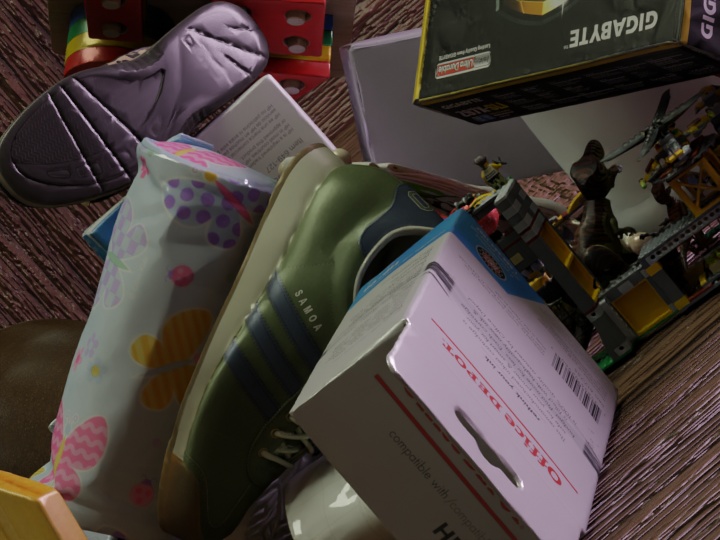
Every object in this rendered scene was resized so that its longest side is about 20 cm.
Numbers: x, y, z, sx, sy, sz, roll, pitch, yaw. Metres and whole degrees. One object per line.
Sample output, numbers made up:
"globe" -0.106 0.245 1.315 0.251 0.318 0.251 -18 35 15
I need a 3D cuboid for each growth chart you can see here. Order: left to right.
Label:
"growth chart" 0.055 -0.038 1.381 0.145 0.200 0.018 157 128 -82

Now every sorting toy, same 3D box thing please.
"sorting toy" -0.103 -0.161 1.564 0.199 0.200 0.070 99 175 -67

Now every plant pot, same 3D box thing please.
"plant pot" -0.153 0.113 1.499 0.187 0.187 0.200 -44 13 -24

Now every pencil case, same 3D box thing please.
"pencil case" -0.099 0.036 1.205 0.200 0.083 0.091 -71 20 6

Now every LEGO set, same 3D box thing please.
"LEGO set" 0.116 -0.034 1.210 0.200 0.116 0.154 -36 9 30

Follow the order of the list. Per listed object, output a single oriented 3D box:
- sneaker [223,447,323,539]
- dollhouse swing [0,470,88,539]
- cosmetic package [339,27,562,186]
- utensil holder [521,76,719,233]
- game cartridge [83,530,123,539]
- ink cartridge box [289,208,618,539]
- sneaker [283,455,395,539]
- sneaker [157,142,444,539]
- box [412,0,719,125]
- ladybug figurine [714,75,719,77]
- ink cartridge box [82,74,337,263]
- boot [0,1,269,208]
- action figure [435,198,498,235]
"sneaker" -0.063 0.068 1.273 0.130 0.079 0.199 19 97 42
"dollhouse swing" -0.167 0.213 0.966 0.200 0.176 0.182 -35 9 31
"cosmetic package" 0.093 -0.110 1.532 0.200 0.107 0.090 -10 7 -2
"utensil holder" 0.149 -0.144 1.384 0.170 0.200 0.170 -39 7 6
"game cartridge" -0.175 0.205 1.315 0.133 0.041 0.200 -31 31 40
"ink cartridge box" 0.040 0.062 1.029 0.068 0.116 0.200 -38 7 19
"sneaker" 0.016 0.082 1.214 0.116 0.074 0.200 -34 10 20
"sneaker" -0.021 0.046 1.156 0.200 0.090 0.067 -68 -22 -1
"box" 0.111 -0.165 1.198 0.200 0.049 0.160 -7 70 54
"ladybug figurine" 0.215 -0.135 1.200 0.200 0.136 0.072 9 58 29
"ink cartridge box" -0.051 0.005 1.513 0.147 0.200 0.145 -41 5 -7
"boot" -0.159 -0.079 1.474 0.200 0.073 0.151 -41 6 -35
"action figure" 0.000 0.000 1.329 0.200 0.099 0.065 -41 13 48
